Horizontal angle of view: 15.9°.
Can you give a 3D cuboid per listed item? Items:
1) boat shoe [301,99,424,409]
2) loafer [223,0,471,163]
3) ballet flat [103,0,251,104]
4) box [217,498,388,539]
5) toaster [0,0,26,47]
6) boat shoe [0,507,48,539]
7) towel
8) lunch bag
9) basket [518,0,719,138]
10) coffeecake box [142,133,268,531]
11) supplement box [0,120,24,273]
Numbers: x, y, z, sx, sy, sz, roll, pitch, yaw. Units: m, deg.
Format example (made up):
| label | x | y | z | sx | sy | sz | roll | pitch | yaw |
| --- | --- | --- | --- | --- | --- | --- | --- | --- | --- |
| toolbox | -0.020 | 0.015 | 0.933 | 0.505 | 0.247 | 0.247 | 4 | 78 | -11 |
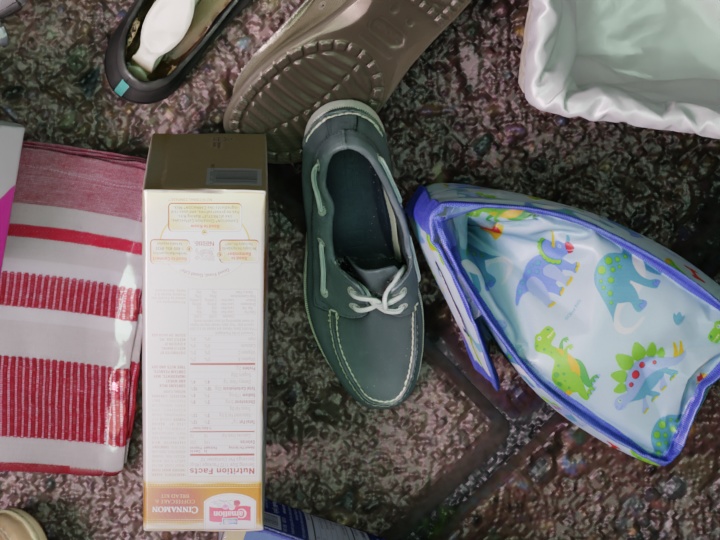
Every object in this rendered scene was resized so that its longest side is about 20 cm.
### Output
| label | x | y | z | sx | sy | sz | roll | pitch | yaw |
| --- | --- | --- | --- | --- | --- | --- | --- | --- | --- |
| boat shoe | 0.000 | 0.000 | 1.560 | 0.072 | 0.062 | 0.201 | -8 | 111 | -1 |
| loafer | -0.002 | -0.143 | 1.567 | 0.200 | 0.068 | 0.076 | -40 | 114 | 17 |
| ballet flat | -0.085 | -0.185 | 1.558 | 0.068 | 0.068 | 0.201 | 32 | 92 | -4 |
| box | 0.010 | 0.183 | 1.561 | 0.199 | 0.121 | 0.033 | 17 | 92 | -3 |
| toaster | -0.276 | -0.215 | 1.528 | 0.129 | 0.114 | 0.201 | -23 | 93 | -5 |
| boat shoe | -0.232 | 0.245 | 1.571 | 0.062 | 0.073 | 0.201 | 4 | 96 | -44 |
| towel | -0.192 | 0.024 | 1.557 | 0.143 | 0.023 | 0.201 | 6 | 94 | -33 |
| lunch bag | 0.116 | 0.017 | 1.531 | 0.200 | 0.170 | 0.128 | 36 | 91 | -5 |
| basket | 0.197 | -0.180 | 1.525 | 0.199 | 0.161 | 0.200 | 8 | 94 | -4 |
| coffeecake box | -0.091 | 0.033 | 1.514 | 0.073 | 0.154 | 0.201 | 1 | 105 | -3 |
| supplement box | -0.306 | -0.054 | 1.495 | 0.199 | 0.103 | 0.102 | 11 | 94 | 31 |
